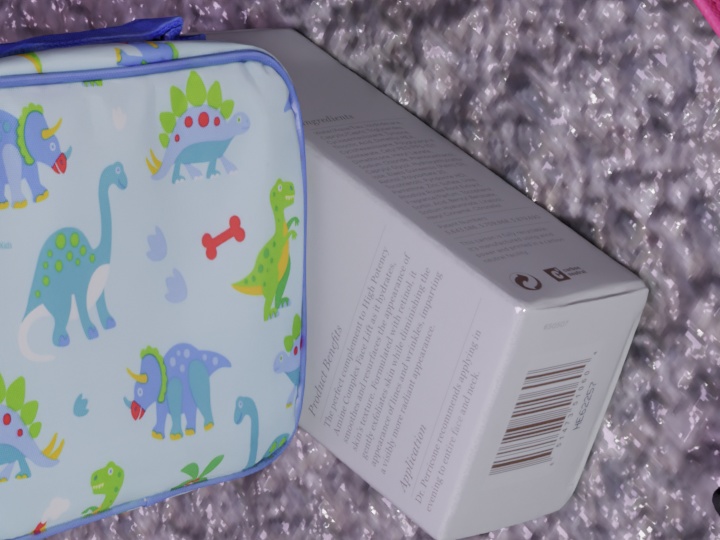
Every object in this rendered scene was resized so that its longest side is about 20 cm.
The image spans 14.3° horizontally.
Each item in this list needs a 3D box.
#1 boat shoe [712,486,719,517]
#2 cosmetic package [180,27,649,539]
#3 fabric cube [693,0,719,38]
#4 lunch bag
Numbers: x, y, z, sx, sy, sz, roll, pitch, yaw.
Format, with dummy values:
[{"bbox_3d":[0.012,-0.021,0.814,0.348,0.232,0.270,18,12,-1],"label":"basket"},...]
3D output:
[{"bbox_3d":[0.182,0.046,0.875,0.063,0.073,0.201,57,135,10],"label":"boat shoe"},{"bbox_3d":[0.000,0.000,1.046,0.200,0.074,0.102,40,122,34],"label":"cosmetic package"},{"bbox_3d":[0.188,-0.161,0.745,0.200,0.199,0.197,-47,67,38],"label":"fabric cube"},{"bbox_3d":[-0.101,0.000,0.955,0.082,0.200,0.162,6,102,37],"label":"lunch bag"}]
